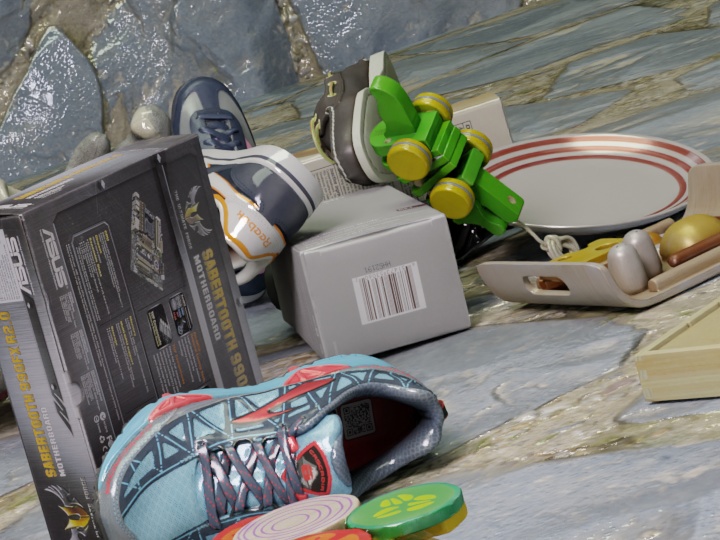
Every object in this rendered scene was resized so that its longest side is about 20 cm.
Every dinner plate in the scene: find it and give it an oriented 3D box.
[{"bbox_3d":[0.165,-0.061,1.734,0.198,0.024,0.200,-3,22,1],"label":"dinner plate"}]

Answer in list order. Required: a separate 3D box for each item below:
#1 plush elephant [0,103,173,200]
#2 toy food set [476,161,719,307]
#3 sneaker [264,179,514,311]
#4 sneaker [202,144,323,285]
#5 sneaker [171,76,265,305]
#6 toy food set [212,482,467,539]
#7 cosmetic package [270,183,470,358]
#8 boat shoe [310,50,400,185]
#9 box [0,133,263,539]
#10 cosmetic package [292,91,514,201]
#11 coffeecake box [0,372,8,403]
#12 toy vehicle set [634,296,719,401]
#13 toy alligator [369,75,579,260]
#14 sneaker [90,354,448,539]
[{"bbox_3d":[-0.222,-0.020,1.911,0.199,0.166,0.155,-21,9,27],"label":"plush elephant"},{"bbox_3d":[0.191,-0.030,1.524,0.199,0.061,0.143,-22,11,-29],"label":"toy food set"},{"bbox_3d":[0.026,-0.021,1.756,0.104,0.060,0.199,-13,6,43],"label":"sneaker"},{"bbox_3d":[-0.099,-0.036,1.602,0.080,0.078,0.200,-49,13,-18],"label":"sneaker"},{"bbox_3d":[-0.102,-0.078,1.870,0.070,0.201,0.082,-9,-22,-19],"label":"sneaker"},{"bbox_3d":[-0.049,0.148,1.005,0.199,0.049,0.198,-12,11,33],"label":"toy food set"},{"bbox_3d":[0.000,0.000,1.614,0.106,0.091,0.200,-16,13,-10],"label":"cosmetic package"},{"bbox_3d":[-0.005,-0.108,1.773,0.060,0.072,0.201,-17,19,12],"label":"boat shoe"},{"bbox_3d":[-0.125,0.042,1.270,0.048,0.201,0.158,-6,15,34],"label":"box"},{"bbox_3d":[0.030,-0.065,1.871,0.199,0.106,0.071,-16,10,0],"label":"cosmetic package"},{"bbox_3d":[-0.274,0.036,1.679,0.200,0.073,0.153,-47,-8,32],"label":"coffeecake box"},{"bbox_3d":[0.255,0.027,1.201,0.199,0.027,0.124,-8,13,43],"label":"toy vehicle set"},{"bbox_3d":[0.067,-0.057,1.599,0.054,0.200,0.060,-27,30,44],"label":"toy alligator"},{"bbox_3d":[-0.044,0.093,1.211,0.199,0.080,0.095,-22,13,-25],"label":"sneaker"}]
